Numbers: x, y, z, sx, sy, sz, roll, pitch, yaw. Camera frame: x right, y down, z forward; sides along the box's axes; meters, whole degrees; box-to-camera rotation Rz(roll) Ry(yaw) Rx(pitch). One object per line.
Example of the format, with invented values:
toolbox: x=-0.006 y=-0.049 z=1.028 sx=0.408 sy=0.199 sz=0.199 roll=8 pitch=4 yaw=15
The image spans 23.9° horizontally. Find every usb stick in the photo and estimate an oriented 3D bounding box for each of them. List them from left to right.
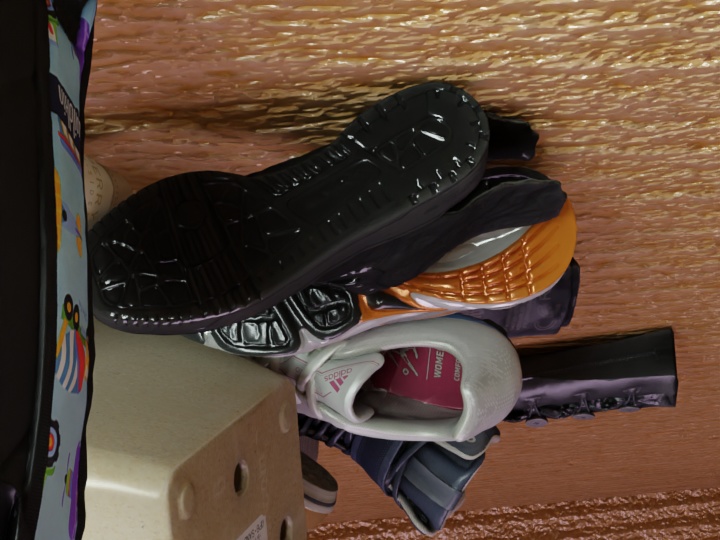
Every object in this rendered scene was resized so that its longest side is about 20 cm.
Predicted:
usb stick: x=0.024 y=0.016 z=0.927 sx=0.198 sy=0.033 sz=0.056 roll=-3 pitch=123 yaw=-17

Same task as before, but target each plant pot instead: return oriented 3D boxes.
plant pot: x=-0.128 y=0.126 z=0.757 sx=0.175 sy=0.202 sz=0.200 roll=0 pitch=-166 yaw=20

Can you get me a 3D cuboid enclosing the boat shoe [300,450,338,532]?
boat shoe: x=-0.108 y=0.100 z=0.988 sx=0.199 sy=0.063 sz=0.075 roll=32 pitch=-169 yaw=8

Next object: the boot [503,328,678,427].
boot: x=0.149 y=0.096 z=1.343 sx=0.198 sy=0.066 sz=0.165 roll=-12 pitch=169 yaw=3

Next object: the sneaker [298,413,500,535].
sneaker: x=-0.010 y=0.082 z=0.960 sx=0.201 sy=0.146 sz=0.077 roll=-1 pitch=131 yaw=-47

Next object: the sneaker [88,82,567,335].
sneaker: x=-0.011 y=-0.016 z=0.671 sx=0.198 sy=0.060 sz=0.104 roll=-24 pitch=163 yaw=-6

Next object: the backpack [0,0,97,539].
backpack: x=-0.136 y=-0.004 z=0.381 sx=0.133 sy=0.202 sz=0.183 roll=-9 pitch=168 yaw=13

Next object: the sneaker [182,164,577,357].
sneaker: x=0.000 y=0.000 z=0.786 sx=0.198 sy=0.077 sz=0.092 roll=-5 pitch=175 yaw=4

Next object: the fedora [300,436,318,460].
fedora: x=-0.097 y=0.101 z=1.140 sx=0.175 sy=0.091 sz=0.199 roll=-13 pitch=166 yaw=28

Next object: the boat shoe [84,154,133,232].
boat shoe: x=-0.179 y=-0.003 z=0.675 sx=0.199 sy=0.073 sz=0.065 roll=-20 pitch=162 yaw=28

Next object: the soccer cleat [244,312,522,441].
soccer cleat: x=-0.020 y=0.038 z=0.827 sx=0.198 sy=0.071 sz=0.086 roll=9 pitch=-162 yaw=18
